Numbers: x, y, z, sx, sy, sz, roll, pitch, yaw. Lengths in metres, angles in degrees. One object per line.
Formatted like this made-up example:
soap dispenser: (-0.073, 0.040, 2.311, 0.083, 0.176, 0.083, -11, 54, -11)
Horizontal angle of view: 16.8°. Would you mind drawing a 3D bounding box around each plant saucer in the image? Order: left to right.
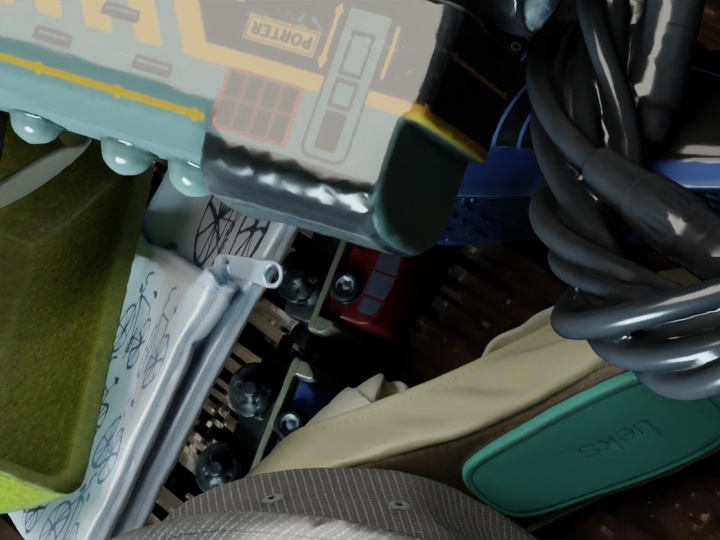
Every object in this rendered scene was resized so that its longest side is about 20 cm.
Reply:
plant saucer: (-0.174, -0.006, 0.752, 0.200, 0.199, 0.048, -86, 20, -58)

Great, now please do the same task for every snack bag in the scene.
snack bag: (-0.058, -0.002, 0.778, 0.200, 0.021, 0.189, -62, 16, -1)

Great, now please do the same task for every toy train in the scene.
toy train: (-0.044, -0.079, 0.673, 0.200, 0.085, 0.114, 17, 86, 20)
toy train: (0.000, 0.000, 0.787, 0.046, 0.034, 0.200, 19, 82, 22)

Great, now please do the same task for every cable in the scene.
cable: (0.116, -0.056, 0.630, 0.163, 0.051, 0.200, -24, 49, 28)

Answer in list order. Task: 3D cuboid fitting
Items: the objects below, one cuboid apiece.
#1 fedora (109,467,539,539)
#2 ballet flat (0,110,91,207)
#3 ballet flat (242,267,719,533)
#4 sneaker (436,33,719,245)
fedora: (0.004, 0.118, 0.672, 0.199, 0.177, 0.090, -1, 33, 15)
ballet flat: (-0.112, -0.067, 0.791, 0.068, 0.068, 0.200, -41, 13, 38)
ballet flat: (0.029, 0.053, 0.725, 0.200, 0.069, 0.070, -24, 57, 25)
sneaker: (0.079, -0.049, 0.711, 0.200, 0.070, 0.078, 4, 75, 29)
